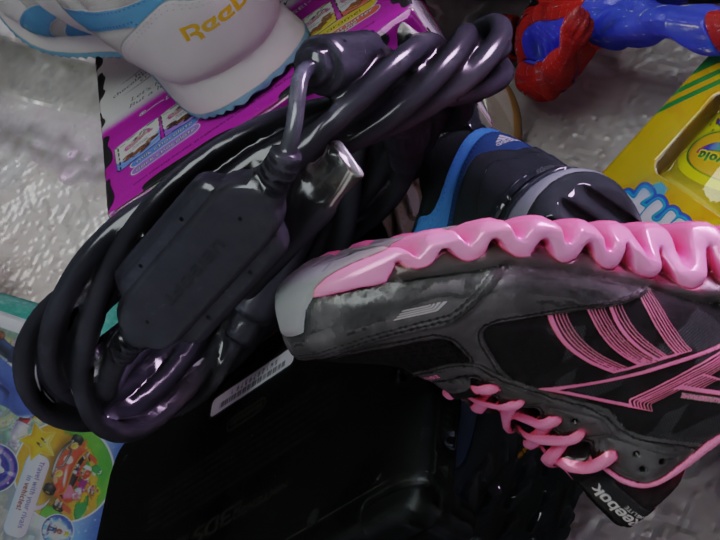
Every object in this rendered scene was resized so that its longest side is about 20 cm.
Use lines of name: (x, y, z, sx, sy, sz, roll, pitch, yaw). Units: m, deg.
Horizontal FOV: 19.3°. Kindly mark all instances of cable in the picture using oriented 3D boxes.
cable: (-0.032, -0.016, 0.690, 0.051, 0.163, 0.200, 46, 128, 6)

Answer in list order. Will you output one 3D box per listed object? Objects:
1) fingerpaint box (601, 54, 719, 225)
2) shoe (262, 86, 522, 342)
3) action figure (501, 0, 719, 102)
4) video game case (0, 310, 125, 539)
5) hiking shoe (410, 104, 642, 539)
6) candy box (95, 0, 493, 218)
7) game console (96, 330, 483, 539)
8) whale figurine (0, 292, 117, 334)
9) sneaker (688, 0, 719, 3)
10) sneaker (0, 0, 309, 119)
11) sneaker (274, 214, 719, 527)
fingerpaint box: (0.188, -0.001, 0.746, 0.167, 0.073, 0.200, -47, 54, -2)
shoe: (0.000, 0.000, 0.843, 0.070, 0.053, 0.200, 30, 83, 18)
action figure: (0.102, -0.103, 0.813, 0.066, 0.052, 0.200, -59, 19, -19)
video game case: (-0.181, 0.078, 0.833, 0.199, 0.018, 0.144, 20, 89, -3)
hiking shoe: (0.039, 0.042, 0.768, 0.087, 0.074, 0.201, 41, 121, 45)
candy box: (-0.034, -0.076, 0.851, 0.136, 0.061, 0.200, -33, 25, 8)
game console: (-0.001, 0.116, 0.737, 0.200, 0.116, 0.176, -34, 35, 39)
whale figurine: (-0.176, 0.047, 0.882, 0.199, 0.104, 0.160, -15, 59, 18)
sneaker: (0.103, -0.164, 0.876, 0.199, 0.072, 0.083, 5, 64, 28)
sneaker: (-0.097, -0.125, 0.817, 0.077, 0.081, 0.200, -45, 37, -16)
sneaker: (0.069, 0.032, 0.651, 0.079, 0.199, 0.096, 177, 94, -66)
